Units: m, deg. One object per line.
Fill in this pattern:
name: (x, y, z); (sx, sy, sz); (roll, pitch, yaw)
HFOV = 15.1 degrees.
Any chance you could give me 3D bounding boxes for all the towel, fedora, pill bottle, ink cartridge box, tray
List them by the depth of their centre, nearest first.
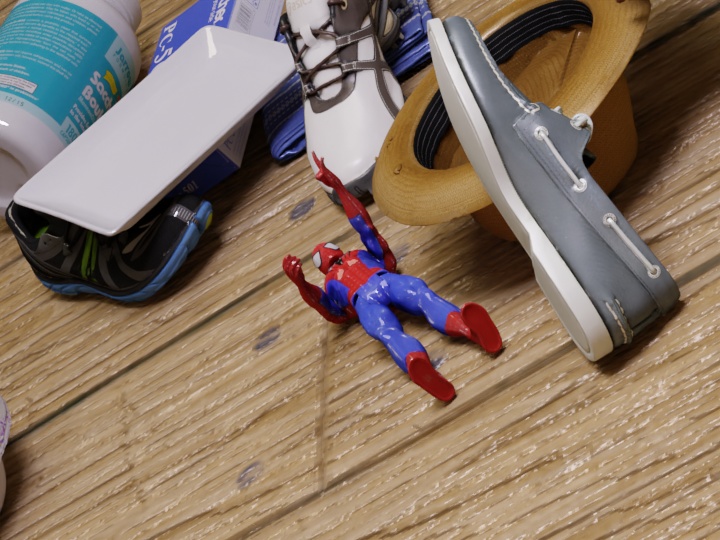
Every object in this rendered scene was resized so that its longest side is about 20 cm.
fedora: (0.100, -0.080, 1.545); (0.200, 0.082, 0.201); (-31, 27, 18)
tray: (-0.129, -0.090, 1.810); (0.107, 0.022, 0.200); (19, 53, 41)
towel: (-0.011, -0.158, 1.893); (0.145, 0.024, 0.200); (-37, 25, 13)
ink cartridge box: (-0.115, -0.125, 1.930); (0.094, 0.044, 0.200); (-34, 28, 32)
pill bottle: (-0.237, -0.141, 2.061); (0.111, 0.111, 0.200); (-16, 36, 41)

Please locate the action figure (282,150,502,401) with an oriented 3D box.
action figure: (0.000, 0.000, 1.547); (0.065, 0.099, 0.200); (-43, 24, -6)

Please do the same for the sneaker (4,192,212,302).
sneaker: (-0.176, -0.027, 1.835); (0.199, 0.083, 0.071); (-2, 45, 50)

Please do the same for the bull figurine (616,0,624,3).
bull figurine: (0.150, -0.200, 1.528); (0.121, 0.065, 0.200); (-21, 22, -25)

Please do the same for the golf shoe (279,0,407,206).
golf shoe: (-0.020, -0.132, 1.750); (0.078, 0.094, 0.200); (-26, 46, 25)

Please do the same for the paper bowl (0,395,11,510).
paper bowl: (-0.306, 0.143, 1.723); (0.201, 0.104, 0.201); (-32, 27, 18)

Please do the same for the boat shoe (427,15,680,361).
boat shoe: (0.098, -0.052, 1.416); (0.062, 0.200, 0.073); (-27, -12, -4)
